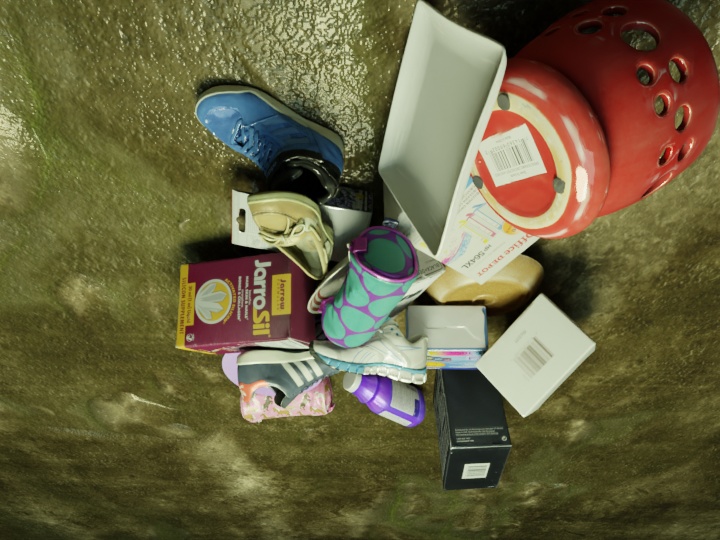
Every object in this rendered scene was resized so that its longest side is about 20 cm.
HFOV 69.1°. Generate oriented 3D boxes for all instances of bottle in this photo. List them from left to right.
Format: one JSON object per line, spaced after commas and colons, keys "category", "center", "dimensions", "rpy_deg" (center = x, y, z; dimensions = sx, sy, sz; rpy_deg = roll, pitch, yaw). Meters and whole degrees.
{"category": "bottle", "center": [0.051, 0.262, 1.101], "dimensions": [0.197, 0.085, 0.065], "rpy_deg": [30, 131, -30]}

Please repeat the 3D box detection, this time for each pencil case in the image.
{"category": "pencil case", "center": [-0.154, 0.271, 1.115], "dimensions": [0.194, 0.084, 0.088], "rpy_deg": [-8, 138, 8]}
{"category": "pencil case", "center": [0.005, 0.026, 0.678], "dimensions": [0.091, 0.086, 0.201], "rpy_deg": [26, 145, -1]}

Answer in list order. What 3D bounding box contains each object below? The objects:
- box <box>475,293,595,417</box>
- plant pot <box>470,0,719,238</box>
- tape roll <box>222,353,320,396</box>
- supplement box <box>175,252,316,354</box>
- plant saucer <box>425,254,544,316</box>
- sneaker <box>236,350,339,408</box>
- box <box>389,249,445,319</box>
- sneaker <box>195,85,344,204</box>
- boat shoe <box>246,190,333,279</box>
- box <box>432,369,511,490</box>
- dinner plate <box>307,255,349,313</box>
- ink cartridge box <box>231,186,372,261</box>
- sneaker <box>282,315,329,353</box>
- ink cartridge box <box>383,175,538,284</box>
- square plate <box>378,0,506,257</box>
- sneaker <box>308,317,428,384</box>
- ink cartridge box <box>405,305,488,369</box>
{"category": "box", "center": [0.291, 0.140, 0.855], "dimensions": [0.153, 0.106, 0.199], "rpy_deg": [-48, 156, 8]}
{"category": "plant pot", "center": [0.215, -0.142, 0.529], "dimensions": [0.180, 0.200, 0.203], "rpy_deg": [-33, 141, -19]}
{"category": "tape roll", "center": [-0.165, 0.165, 1.014], "dimensions": [0.193, 0.067, 0.203], "rpy_deg": [1, 138, 1]}
{"category": "supplement box", "center": [-0.175, 0.056, 0.813], "dimensions": [0.194, 0.135, 0.103], "rpy_deg": [-7, 164, 16]}
{"category": "plant saucer", "center": [0.200, 0.034, 0.852], "dimensions": [0.193, 0.036, 0.202], "rpy_deg": [1, 153, 0]}
{"category": "sneaker", "center": [-0.097, 0.169, 0.817], "dimensions": [0.194, 0.087, 0.075], "rpy_deg": [2, 169, -22]}
{"category": "box", "center": [0.033, 0.042, 0.833], "dimensions": [0.115, 0.061, 0.200], "rpy_deg": [-20, 160, -42]}
{"category": "sneaker", "center": [-0.112, -0.146, 0.640], "dimensions": [0.195, 0.113, 0.077], "rpy_deg": [21, 135, -20]}
{"category": "boat shoe", "center": [-0.081, -0.042, 0.659], "dimensions": [0.071, 0.065, 0.201], "rpy_deg": [-4, 165, 11]}
{"category": "box", "center": [0.218, 0.304, 1.059], "dimensions": [0.119, 0.202, 0.203], "rpy_deg": [-3, 138, 1]}
{"category": "dinner plate", "center": [0.000, 0.000, 0.795], "dimensions": [0.197, 0.025, 0.201], "rpy_deg": [-33, 166, -9]}
{"category": "ink cartridge box", "center": [-0.086, -0.076, 0.763], "dimensions": [0.194, 0.051, 0.110], "rpy_deg": [9, 138, -8]}
{"category": "sneaker", "center": [-0.078, 0.123, 0.916], "dimensions": [0.195, 0.085, 0.074], "rpy_deg": [-9, 173, -28]}
{"category": "ink cartridge box", "center": [0.143, -0.090, 0.688], "dimensions": [0.197, 0.128, 0.128], "rpy_deg": [26, 132, -25]}
{"category": "square plate", "center": [0.077, -0.152, 0.544], "dimensions": [0.028, 0.202, 0.202], "rpy_deg": [1, 125, -20]}
{"category": "sneaker", "center": [0.017, 0.111, 0.788], "dimensions": [0.195, 0.089, 0.075], "rpy_deg": [11, -178, -23]}
{"category": "ink cartridge box", "center": [0.154, 0.126, 0.923], "dimensions": [0.132, 0.079, 0.200], "rpy_deg": [-1, 161, 11]}
